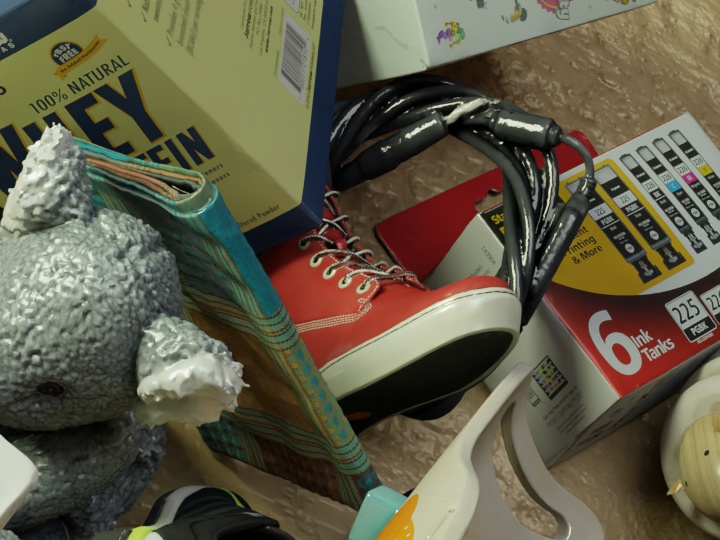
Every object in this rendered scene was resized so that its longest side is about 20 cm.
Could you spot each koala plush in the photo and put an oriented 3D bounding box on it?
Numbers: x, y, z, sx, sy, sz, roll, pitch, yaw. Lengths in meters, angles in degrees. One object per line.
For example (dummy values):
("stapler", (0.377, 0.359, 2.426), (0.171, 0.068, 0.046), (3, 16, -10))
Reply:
("koala plush", (-0.144, 0.038, 1.187), (0.183, 0.200, 0.178), (-24, 72, -42))

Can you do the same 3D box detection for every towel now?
("towel", (-0.072, 0.028, 1.230), (0.022, 0.146, 0.201), (-41, 122, -23))

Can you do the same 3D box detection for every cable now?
("cable", (0.024, -0.012, 1.379), (0.163, 0.051, 0.201), (27, 81, 18))

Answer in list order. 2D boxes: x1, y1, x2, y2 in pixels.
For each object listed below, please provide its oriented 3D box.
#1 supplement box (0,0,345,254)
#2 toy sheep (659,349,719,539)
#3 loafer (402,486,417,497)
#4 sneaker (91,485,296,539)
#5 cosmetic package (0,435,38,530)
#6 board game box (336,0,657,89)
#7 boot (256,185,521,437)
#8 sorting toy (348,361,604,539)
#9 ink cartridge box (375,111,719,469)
("supplement box", (-0.122, -0.128, 1.319), (0.200, 0.134, 0.201), (44, 36, -36))
("toy sheep", (0.242, 0.097, 1.447), (0.138, 0.138, 0.200), (53, 32, 12))
("loafer", (0.067, 0.203, 1.303), (0.070, 0.068, 0.201), (-29, 79, -12))
("sneaker", (-0.063, 0.143, 1.191), (0.200, 0.082, 0.072), (-23, 109, -77))
("cosmetic package", (-0.266, 0.130, 1.039), (0.165, 0.200, 0.165), (38, 45, -2))
("board game box", (0.052, -0.155, 1.491), (0.199, 0.147, 0.065), (-20, 99, -42))
("boot", (0.000, 0.000, 1.290), (0.072, 0.200, 0.145), (4, 70, -36))
("sorting toy", (0.061, 0.145, 1.219), (0.180, 0.106, 0.201), (-56, 134, -38))
("ink cartridge box", (0.137, -0.009, 1.487), (0.200, 0.084, 0.176), (-26, 73, -42))
